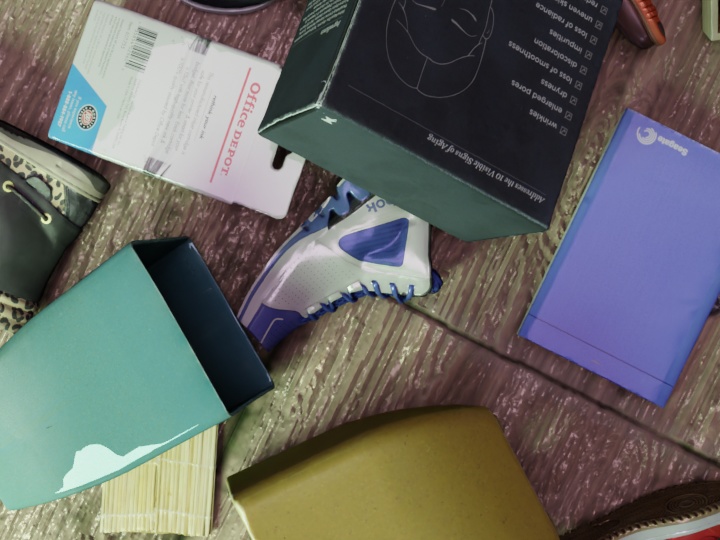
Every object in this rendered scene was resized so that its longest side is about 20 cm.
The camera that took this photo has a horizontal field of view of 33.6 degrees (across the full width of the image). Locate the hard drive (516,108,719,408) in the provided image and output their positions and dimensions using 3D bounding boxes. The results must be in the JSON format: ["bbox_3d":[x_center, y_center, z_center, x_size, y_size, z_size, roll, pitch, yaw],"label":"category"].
[{"bbox_3d":[0.228,-0.010,0.962,0.131,0.025,0.202,26,91,2],"label":"hard drive"}]

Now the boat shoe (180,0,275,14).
[{"bbox_3d":[-0.059,-0.255,0.956,0.197,0.060,0.077,-13,89,2],"label":"boat shoe"}]

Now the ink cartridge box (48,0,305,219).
[{"bbox_3d":[-0.132,-0.124,0.955,0.198,0.068,0.117,20,91,2],"label":"ink cartridge box"}]

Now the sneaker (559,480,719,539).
[{"bbox_3d":[0.228,0.248,0.941,0.198,0.071,0.114,-21,96,-3],"label":"sneaker"}]

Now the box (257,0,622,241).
[{"bbox_3d":[0.061,-0.153,0.869,0.198,0.124,0.199,26,75,-22],"label":"box"}]

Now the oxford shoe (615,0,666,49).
[{"bbox_3d":[0.163,-0.243,0.952,0.073,0.071,0.200,-43,84,22],"label":"oxford shoe"}]

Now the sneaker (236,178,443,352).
[{"bbox_3d":[0.001,-0.001,0.944,0.115,0.081,0.200,41,90,4],"label":"sneaker"}]

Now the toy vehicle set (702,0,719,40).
[{"bbox_3d":[0.325,-0.284,0.911,0.122,0.027,0.202,-8,118,3],"label":"toy vehicle set"}]

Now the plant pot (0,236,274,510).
[{"bbox_3d":[-0.197,0.088,0.917,0.199,0.141,0.142,-31,88,10],"label":"plant pot"}]

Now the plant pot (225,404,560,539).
[{"bbox_3d":[0.030,0.198,0.896,0.198,0.194,0.197,-29,89,-10],"label":"plant pot"}]

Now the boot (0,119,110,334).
[{"bbox_3d":[-0.319,-0.051,0.965,0.198,0.073,0.152,25,91,-3],"label":"boot"}]

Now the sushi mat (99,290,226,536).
[{"bbox_3d":[-0.163,0.118,0.985,0.094,0.012,0.203,3,90,4],"label":"sushi mat"}]
